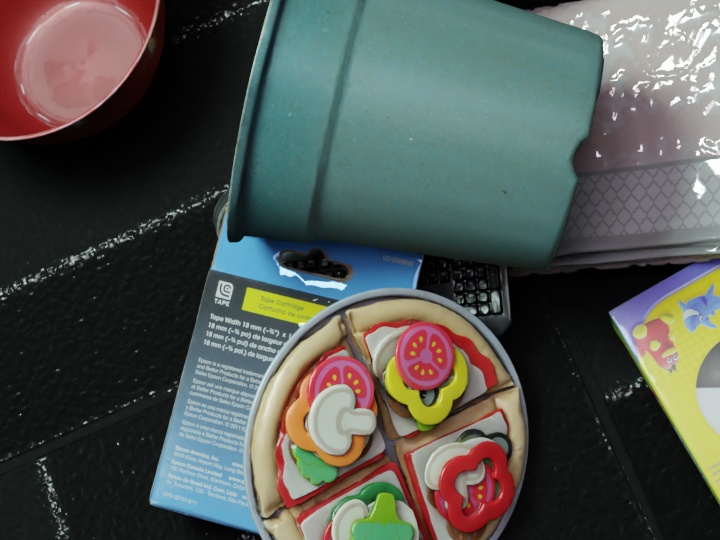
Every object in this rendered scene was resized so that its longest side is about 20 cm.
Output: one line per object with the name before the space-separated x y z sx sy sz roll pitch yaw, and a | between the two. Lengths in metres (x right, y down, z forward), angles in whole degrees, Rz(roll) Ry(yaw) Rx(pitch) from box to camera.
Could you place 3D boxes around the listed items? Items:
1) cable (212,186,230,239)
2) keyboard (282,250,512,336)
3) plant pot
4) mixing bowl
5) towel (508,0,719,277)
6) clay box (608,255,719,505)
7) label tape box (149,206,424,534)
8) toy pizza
cable | -0.020 -0.085 1.139 0.200 0.097 0.050 -34 43 0
keyboard | 0.000 0.000 1.114 0.200 0.040 0.104 -7 79 21
plant pot | 0.036 -0.093 1.019 0.196 0.200 0.201 13 77 2
mixing bowl | -0.220 -0.169 1.205 0.200 0.108 0.201 -4 73 12
towel | 0.165 -0.094 1.095 0.200 0.032 0.192 -6 72 31
clay box | 0.254 0.085 1.040 0.115 0.048 0.200 -30 68 4
label tape box | -0.040 0.074 1.096 0.144 0.063 0.201 14 86 17
toy pizza | 0.023 0.111 1.033 0.200 0.032 0.201 -2 94 -27
